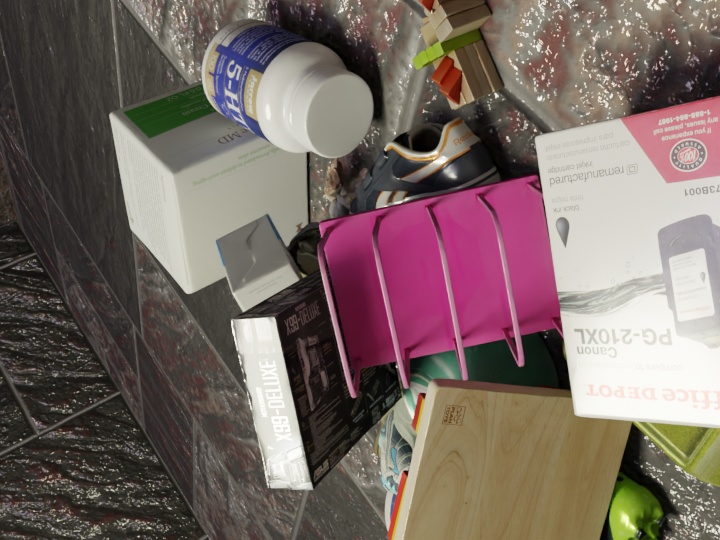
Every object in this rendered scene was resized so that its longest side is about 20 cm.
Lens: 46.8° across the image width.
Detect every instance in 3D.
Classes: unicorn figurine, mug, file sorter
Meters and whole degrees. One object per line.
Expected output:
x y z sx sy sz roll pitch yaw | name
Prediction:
0.007 -0.028 0.983 0.137 0.073 0.202 138 119 -62 | unicorn figurine
0.109 0.128 0.875 0.152 0.114 0.186 51 150 22 | mug
0.072 0.015 0.697 0.125 0.198 0.141 -82 -21 -78 | file sorter

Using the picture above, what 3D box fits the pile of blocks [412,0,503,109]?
0.064 -0.227 0.707 0.082 0.062 0.202 25 134 50 | pile of blocks

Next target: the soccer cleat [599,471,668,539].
0.250 0.280 0.828 0.081 0.067 0.202 47 144 48 | soccer cleat

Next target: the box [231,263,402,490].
-0.033 0.087 0.786 0.049 0.200 0.159 -5 104 28 | box

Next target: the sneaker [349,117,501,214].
0.051 -0.099 0.826 0.199 0.078 0.080 -12 108 51 | sneaker

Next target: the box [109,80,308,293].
-0.194 -0.121 1.096 0.171 0.198 0.201 42 146 33 | box

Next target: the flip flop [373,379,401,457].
0.058 0.192 1.071 0.057 0.081 0.201 32 144 18 | flip flop

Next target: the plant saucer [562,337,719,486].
0.244 0.063 0.659 0.200 0.048 0.201 46 147 31 | plant saucer

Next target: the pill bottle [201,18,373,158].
-0.080 -0.199 0.920 0.199 0.119 0.121 34 141 44 | pill bottle

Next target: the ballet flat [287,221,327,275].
0.000 0.000 0.901 0.199 0.072 0.073 17 131 31 | ballet flat

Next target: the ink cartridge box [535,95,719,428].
0.209 -0.004 0.550 0.144 0.084 0.202 -5 96 49 | ink cartridge box

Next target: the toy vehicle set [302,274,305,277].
-0.066 0.082 1.044 0.125 0.026 0.200 65 148 21 | toy vehicle set

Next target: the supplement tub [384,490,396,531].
0.135 0.287 0.936 0.199 0.144 0.146 7 119 58 | supplement tub

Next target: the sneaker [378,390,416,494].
0.064 0.222 0.907 0.087 0.077 0.200 -55 19 18 | sneaker

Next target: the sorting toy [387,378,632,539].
0.128 0.194 0.768 0.070 0.197 0.202 -134 54 -68 | sorting toy

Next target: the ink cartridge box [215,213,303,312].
-0.075 0.055 0.891 0.201 0.067 0.115 65 177 -34 | ink cartridge box
